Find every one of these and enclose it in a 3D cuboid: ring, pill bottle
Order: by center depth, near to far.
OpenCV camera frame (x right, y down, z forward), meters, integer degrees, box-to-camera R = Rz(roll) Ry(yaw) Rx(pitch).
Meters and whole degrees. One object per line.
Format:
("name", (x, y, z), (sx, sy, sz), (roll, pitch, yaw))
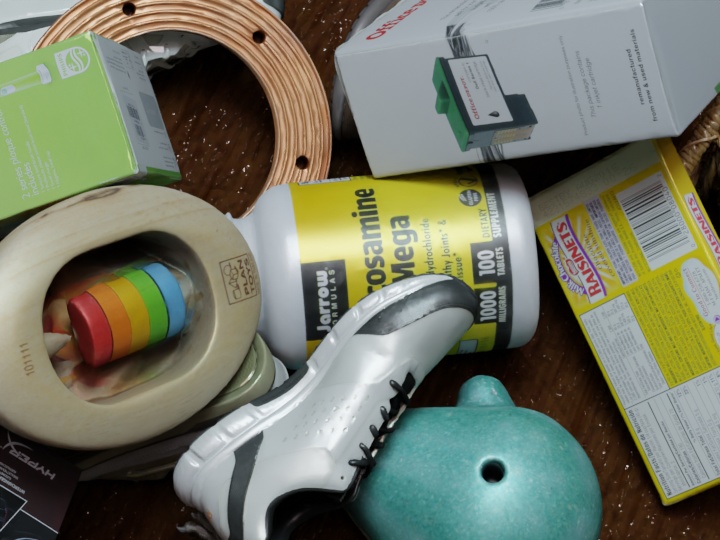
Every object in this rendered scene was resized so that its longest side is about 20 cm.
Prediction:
("pill bottle", (0.000, 0.000, 1.255), (0.199, 0.113, 0.113), (-6, 64, -5))
("ring", (-0.117, -0.082, 1.302), (0.200, 0.019, 0.201), (0, 89, -12))

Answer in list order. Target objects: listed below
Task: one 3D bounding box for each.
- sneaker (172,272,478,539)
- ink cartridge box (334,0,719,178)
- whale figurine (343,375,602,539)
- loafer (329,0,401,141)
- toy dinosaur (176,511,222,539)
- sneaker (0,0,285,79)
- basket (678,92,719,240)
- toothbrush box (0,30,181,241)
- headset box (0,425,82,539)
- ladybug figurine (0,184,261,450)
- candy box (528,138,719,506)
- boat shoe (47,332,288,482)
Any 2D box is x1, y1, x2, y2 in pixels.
("sneaker", (-0.006, 0.084, 1.168), (0.200, 0.074, 0.080), (-42, 57, -1))
("ink cartridge box", (0.107, -0.126, 1.228), (0.199, 0.085, 0.146), (-7, 20, 32))
("whale figurine", (0.041, 0.119, 1.202), (0.200, 0.104, 0.159), (25, 66, 13))
("loafer", (0.048, -0.157, 1.357), (0.071, 0.073, 0.200), (29, 66, 13))
("toy dinosaur", (-0.096, 0.192, 1.186), (0.200, 0.047, 0.088), (-29, 69, -4))
("sneaker", (-0.144, -0.123, 1.344), (0.200, 0.076, 0.116), (-7, 72, 3))
("basket", (0.265, 0.000, 1.245), (0.200, 0.149, 0.143), (34, 67, 13))
("toothbrush box", (-0.217, -0.060, 1.201), (0.199, 0.146, 0.086), (-18, 89, 4))
("headset box", (-0.252, 0.183, 1.133), (0.148, 0.075, 0.200), (-8, 53, 44))
("ladybug figurine", (-0.139, 0.025, 1.138), (0.200, 0.072, 0.136), (-18, 96, -41))
("candy box", (0.178, 0.028, 1.228), (0.026, 0.102, 0.200), (-19, 83, -50))
("boat shoe", (-0.134, 0.093, 1.225), (0.199, 0.068, 0.075), (-14, 54, 15))
